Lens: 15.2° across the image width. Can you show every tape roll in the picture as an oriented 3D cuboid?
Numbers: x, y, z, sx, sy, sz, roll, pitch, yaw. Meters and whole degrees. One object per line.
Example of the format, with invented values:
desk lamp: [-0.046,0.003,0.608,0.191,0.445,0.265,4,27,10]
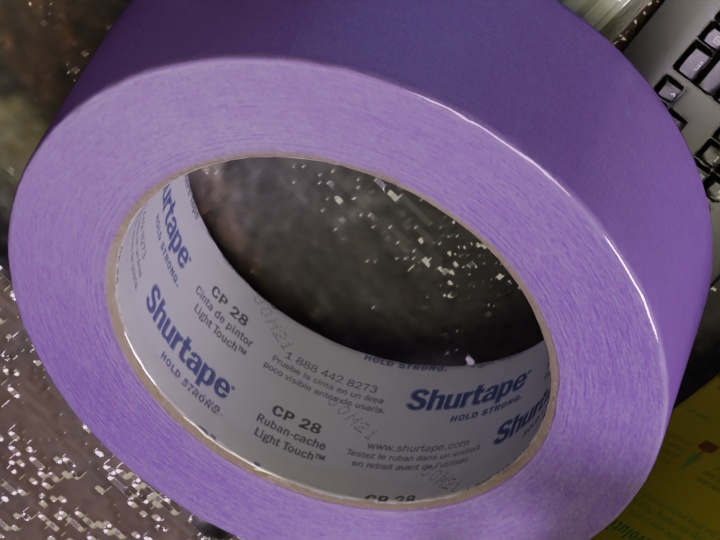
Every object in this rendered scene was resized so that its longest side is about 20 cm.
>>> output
tape roll: [0.000,0.000,0.798,0.199,0.066,0.201,12,134,13]

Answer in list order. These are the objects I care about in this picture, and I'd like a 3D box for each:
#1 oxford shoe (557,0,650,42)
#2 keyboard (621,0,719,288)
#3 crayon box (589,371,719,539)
oxford shoe: [0.083,-0.119,0.788,0.200,0.075,0.058,-45,83,17]
keyboard: [0.147,-0.065,0.831,0.104,0.040,0.200,33,111,-17]
crayon box: [0.128,0.081,0.814,0.200,0.127,0.051,-35,116,-14]
